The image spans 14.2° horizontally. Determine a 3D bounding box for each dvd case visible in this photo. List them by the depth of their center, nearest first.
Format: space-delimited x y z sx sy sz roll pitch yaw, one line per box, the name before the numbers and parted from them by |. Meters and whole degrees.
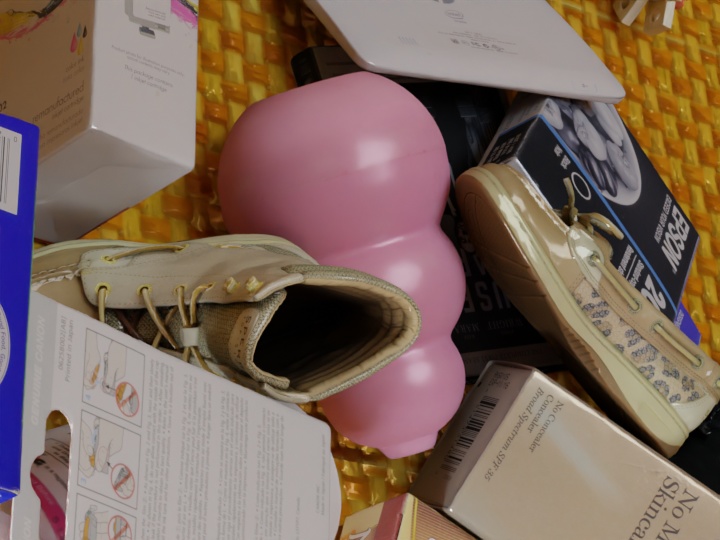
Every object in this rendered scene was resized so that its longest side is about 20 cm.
dvd case | 0.046 -0.033 1.650 0.150 0.025 0.201 -6 73 -45

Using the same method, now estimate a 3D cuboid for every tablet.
tablet | 0.049 -0.144 1.661 0.200 0.014 0.130 5 35 -39

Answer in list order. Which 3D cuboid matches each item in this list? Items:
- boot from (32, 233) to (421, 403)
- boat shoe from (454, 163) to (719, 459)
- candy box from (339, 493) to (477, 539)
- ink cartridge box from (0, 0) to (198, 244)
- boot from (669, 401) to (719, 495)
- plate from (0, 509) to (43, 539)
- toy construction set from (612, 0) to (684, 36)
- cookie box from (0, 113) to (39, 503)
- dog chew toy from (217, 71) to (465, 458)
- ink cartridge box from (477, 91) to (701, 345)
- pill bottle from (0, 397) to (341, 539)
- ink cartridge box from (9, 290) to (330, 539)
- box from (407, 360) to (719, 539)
boot | -0.087 0.027 1.373 0.199 0.155 0.072 -9 102 -23
boat shoe | 0.122 0.011 1.543 0.063 0.073 0.200 -42 116 -9
candy box | 0.067 0.218 1.526 0.200 0.055 0.116 35 50 -26
ink cartridge box | -0.140 -0.128 1.453 0.067 0.116 0.201 20 57 -35
boot | 0.243 0.159 1.711 0.199 0.073 0.162 55 44 -2
plate | -0.152 0.224 1.245 0.200 0.032 0.200 39 79 -36
toy construction set | 0.147 -0.236 1.781 0.200 0.092 0.131 35 43 -38
cookie box | -0.225 0.037 1.232 0.075 0.200 0.172 20 58 -37
dog chew toy | 0.000 0.000 1.526 0.124 0.124 0.201 -16 89 -46
ink cartridge box | 0.147 -0.011 1.674 0.200 0.043 0.198 56 23 -12
pill bottle | -0.109 0.123 1.363 0.200 0.113 0.114 -15 81 -46
ink cartridge box | -0.091 0.116 1.248 0.200 0.057 0.163 24 57 -41
box | 0.136 0.141 1.568 0.200 0.078 0.095 33 82 -15
